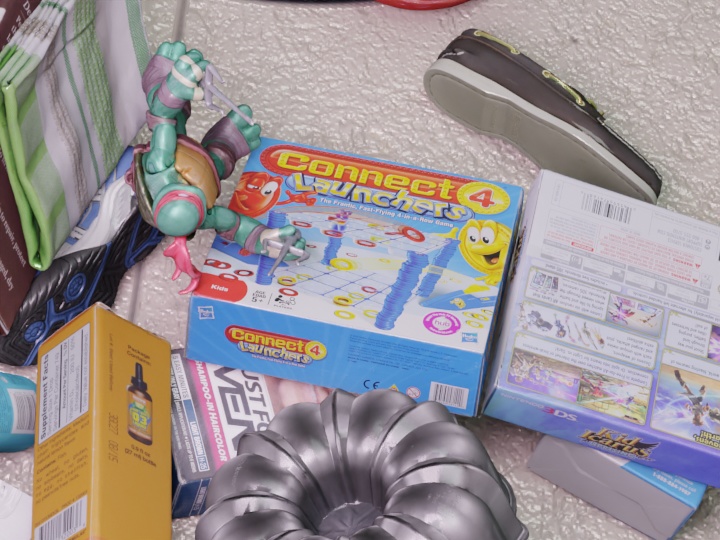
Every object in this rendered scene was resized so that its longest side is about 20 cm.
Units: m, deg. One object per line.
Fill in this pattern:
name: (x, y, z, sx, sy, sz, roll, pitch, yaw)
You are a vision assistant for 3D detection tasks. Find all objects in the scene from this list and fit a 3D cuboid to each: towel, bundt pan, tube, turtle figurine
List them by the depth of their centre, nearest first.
bundt pan: (-0.007, 0.146, 1.342, 0.200, 0.076, 0.203, -10, 43, 9)
tube: (-0.254, 0.085, 1.430, 0.050, 0.200, 0.078, -34, 76, 9)
turtle figurine: (-0.104, -0.070, 1.503, 0.100, 0.151, 0.200, -21, 27, 5)
towel: (-0.182, -0.115, 1.517, 0.030, 0.150, 0.201, 2, 36, 18)

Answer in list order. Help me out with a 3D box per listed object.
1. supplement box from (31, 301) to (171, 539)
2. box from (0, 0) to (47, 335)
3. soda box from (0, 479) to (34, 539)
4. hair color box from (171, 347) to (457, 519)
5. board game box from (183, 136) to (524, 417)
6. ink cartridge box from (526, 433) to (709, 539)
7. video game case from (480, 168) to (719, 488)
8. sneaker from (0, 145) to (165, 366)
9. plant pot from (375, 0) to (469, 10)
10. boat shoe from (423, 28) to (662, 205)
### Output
supplement box: (-0.161, 0.123, 1.446, 0.066, 0.069, 0.201, 31, 42, -35)
box: (-0.291, -0.090, 1.510, 0.164, 0.165, 0.201, 5, 53, 19)
soda box: (-0.298, 0.139, 1.457, 0.199, 0.068, 0.064, 29, 56, 4)
hair color box: (-0.042, 0.097, 1.555, 0.198, 0.061, 0.101, -8, 62, -20)
board game box: (0.000, 0.000, 1.570, 0.198, 0.056, 0.196, 11, 37, 5)
ink cartridge box: (0.213, 0.077, 1.630, 0.115, 0.068, 0.201, 29, 57, 4)
video game case: (0.195, 0.042, 1.577, 0.198, 0.046, 0.182, 18, 56, -4)
sneaker: (-0.201, -0.012, 1.582, 0.077, 0.076, 0.200, 23, 52, 22)
plant pot: (0.050, -0.317, 1.758, 0.199, 0.183, 0.202, 7, 59, -11)
boat shoe: (0.145, -0.113, 1.725, 0.200, 0.072, 0.061, 33, 61, 9)
